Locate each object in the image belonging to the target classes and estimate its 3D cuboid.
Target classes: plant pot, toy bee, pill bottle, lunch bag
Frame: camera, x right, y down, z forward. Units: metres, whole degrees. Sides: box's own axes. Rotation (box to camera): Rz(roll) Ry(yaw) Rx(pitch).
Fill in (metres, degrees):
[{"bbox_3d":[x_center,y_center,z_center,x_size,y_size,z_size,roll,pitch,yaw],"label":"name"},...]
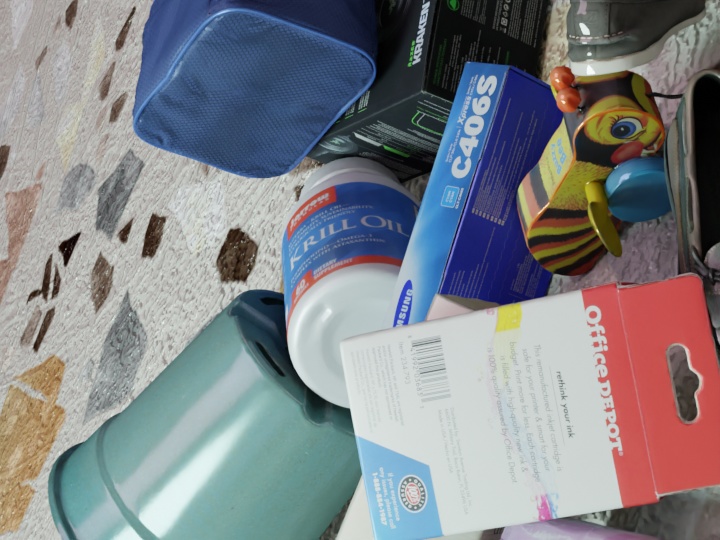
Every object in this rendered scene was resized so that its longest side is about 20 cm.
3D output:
[{"bbox_3d":[-0.086,0.131,1.284,0.196,0.200,0.200,-50,33,20],"label":"plant pot"},{"bbox_3d":[0.142,-0.083,1.070,0.200,0.109,0.131,-62,30,20],"label":"toy bee"},{"bbox_3d":[0.000,0.000,1.261,0.112,0.112,0.200,-58,19,23],"label":"pill bottle"},{"bbox_3d":[-0.072,-0.178,1.290,0.200,0.136,0.132,-42,38,45],"label":"lunch bag"}]

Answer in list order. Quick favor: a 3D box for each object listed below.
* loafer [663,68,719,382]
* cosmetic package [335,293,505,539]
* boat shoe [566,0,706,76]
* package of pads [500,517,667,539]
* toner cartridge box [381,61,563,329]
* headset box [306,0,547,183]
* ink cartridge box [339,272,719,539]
[{"bbox_3d":[0.197,-0.017,0.939,0.063,0.072,0.200,74,-175,-55],"label":"loafer"},{"bbox_3d":[0.061,0.123,1.070,0.087,0.103,0.200,25,98,24],"label":"cosmetic package"},{"bbox_3d":[0.161,-0.165,1.048,0.200,0.067,0.057,-48,-49,-62],"label":"boat shoe"},{"bbox_3d":[0.139,0.197,0.935,0.200,0.076,0.121,0,71,61],"label":"package of pads"},{"bbox_3d":[0.082,-0.024,1.152,0.043,0.095,0.200,14,85,50],"label":"toner cartridge box"},{"bbox_3d":[0.043,-0.170,1.326,0.200,0.093,0.174,-17,58,58],"label":"headset box"},{"bbox_3d":[0.099,0.074,0.967,0.200,0.067,0.116,-12,85,18],"label":"ink cartridge box"}]
